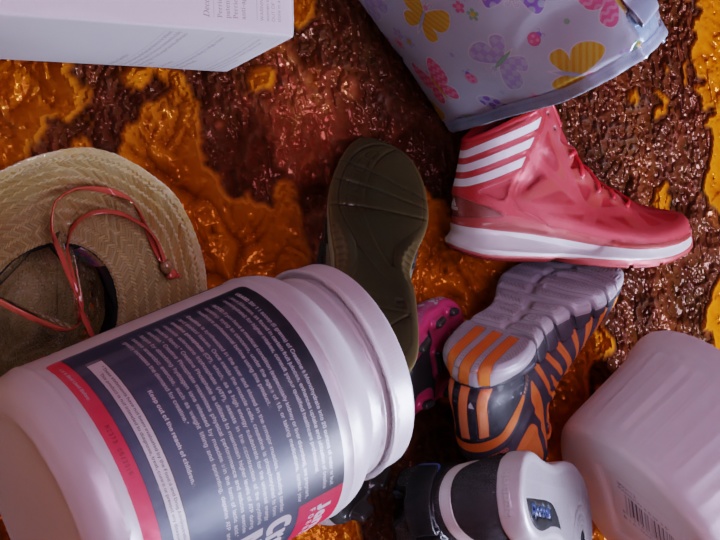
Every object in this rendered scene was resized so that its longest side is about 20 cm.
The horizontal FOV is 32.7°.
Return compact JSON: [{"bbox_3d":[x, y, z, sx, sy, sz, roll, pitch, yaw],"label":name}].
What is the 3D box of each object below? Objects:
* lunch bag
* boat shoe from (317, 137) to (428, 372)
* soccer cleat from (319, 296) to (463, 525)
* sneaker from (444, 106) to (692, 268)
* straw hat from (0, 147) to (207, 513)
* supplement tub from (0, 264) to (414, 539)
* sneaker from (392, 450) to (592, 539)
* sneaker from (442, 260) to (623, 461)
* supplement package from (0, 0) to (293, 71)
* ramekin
[{"bbox_3d":[0.095,-0.196,0.791,0.127,0.199,0.170,-46,107,-20],"label":"lunch bag"},{"bbox_3d":[0.001,0.001,0.789,0.071,0.066,0.203,17,47,-17],"label":"boat shoe"},{"bbox_3d":[0.000,0.081,0.809,0.200,0.085,0.071,-51,138,-42],"label":"soccer cleat"},{"bbox_3d":[0.158,-0.066,0.875,0.197,0.078,0.117,-1,101,-26],"label":"sneaker"},{"bbox_3d":[-0.186,0.028,0.699,0.199,0.085,0.204,-10,105,-38],"label":"straw hat"},{"bbox_3d":[-0.083,0.087,0.648,0.198,0.140,0.142,-23,98,-34],"label":"supplement tub"},{"bbox_3d":[0.082,0.159,0.804,0.200,0.110,0.074,43,44,-58],"label":"sneaker"},{"bbox_3d":[0.121,0.068,0.874,0.199,0.077,0.114,-32,128,-41],"label":"sneaker"},{"bbox_3d":[-0.151,-0.187,0.712,0.197,0.116,0.119,-1,89,-28],"label":"supplement package"},{"bbox_3d":[0.231,0.151,0.856,0.097,0.200,0.202,-36,104,-15],"label":"ramekin"}]
